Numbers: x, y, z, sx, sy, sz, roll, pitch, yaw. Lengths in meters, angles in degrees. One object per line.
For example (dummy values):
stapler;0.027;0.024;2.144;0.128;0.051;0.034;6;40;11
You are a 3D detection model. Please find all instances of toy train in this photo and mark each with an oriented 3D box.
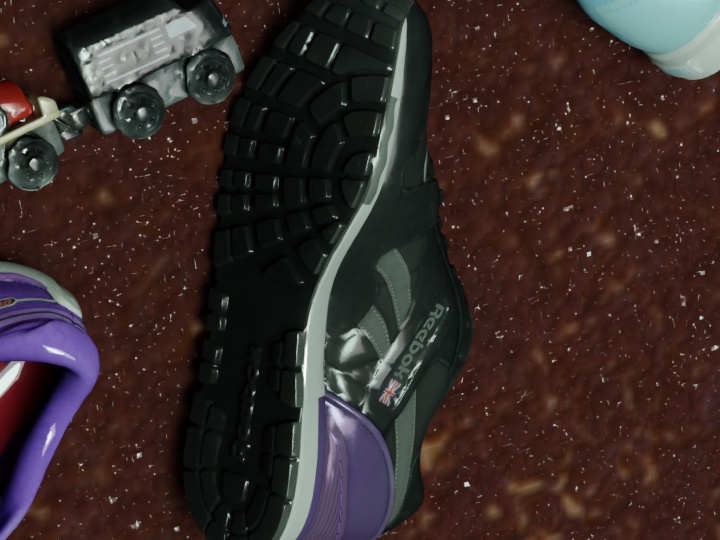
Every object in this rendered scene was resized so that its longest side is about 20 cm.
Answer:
toy train;-0.130;-0.041;0.824;0.200;0.034;0.046;-27;112;-17

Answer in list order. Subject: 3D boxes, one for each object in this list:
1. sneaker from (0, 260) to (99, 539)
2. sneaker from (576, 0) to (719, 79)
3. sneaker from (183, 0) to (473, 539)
sneaker;-0.158;0.083;0.817;0.081;0.083;0.200;38;87;-29
sneaker;0.136;-0.169;0.896;0.082;0.074;0.201;25;91;-32
sneaker;0.000;0.000;0.890;0.087;0.076;0.201;2;108;-41
